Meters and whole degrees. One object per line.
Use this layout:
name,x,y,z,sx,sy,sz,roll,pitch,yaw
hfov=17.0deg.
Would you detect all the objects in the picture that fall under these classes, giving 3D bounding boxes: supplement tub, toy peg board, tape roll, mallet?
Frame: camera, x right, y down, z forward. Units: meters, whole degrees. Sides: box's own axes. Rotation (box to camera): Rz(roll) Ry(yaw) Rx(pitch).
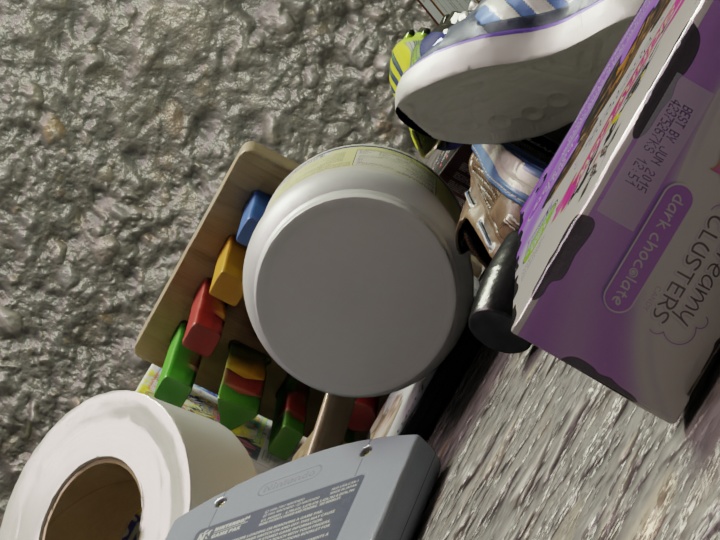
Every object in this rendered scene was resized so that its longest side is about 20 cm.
supplement tub,0.000,0.000,1.537,0.145,0.145,0.200,-60,3,9
toy peg board,-0.043,0.046,1.769,0.199,0.200,0.098,-59,11,28
tape roll,-0.157,0.186,1.618,0.202,0.071,0.203,-22,56,37
mallet,0.110,-0.014,1.252,0.066,0.041,0.200,-62,7,-26

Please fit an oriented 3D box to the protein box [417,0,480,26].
protein box,0.138,-0.287,1.714,0.198,0.135,0.200,-34,-10,-28

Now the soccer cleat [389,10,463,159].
soccer cleat,0.046,-0.109,1.528,0.200,0.065,0.084,154,138,-81

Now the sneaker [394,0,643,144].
sneaker,0.112,-0.166,1.399,0.200,0.081,0.147,-19,50,33

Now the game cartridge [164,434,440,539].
game cartridge,-0.046,0.164,1.415,0.200,0.042,0.133,-22,23,35

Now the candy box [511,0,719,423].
candy box,0.129,-0.054,0.917,0.168,0.071,0.200,-60,3,14

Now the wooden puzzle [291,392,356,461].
wooden puzzle,-0.039,0.189,1.603,0.200,0.046,0.186,114,175,-66

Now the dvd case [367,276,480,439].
dvd case,0.043,0.078,1.648,0.143,0.018,0.200,-60,4,7

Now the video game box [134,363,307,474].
video game box,-0.092,0.133,1.853,0.047,0.182,0.200,-60,3,10

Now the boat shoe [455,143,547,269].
boat shoe,0.088,-0.035,1.446,0.073,0.072,0.200,-62,3,6

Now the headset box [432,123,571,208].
headset box,0.119,-0.114,1.629,0.149,0.077,0.200,-62,2,-24

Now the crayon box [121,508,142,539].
crayon box,-0.138,0.238,1.700,0.052,0.125,0.201,41,-121,-66
